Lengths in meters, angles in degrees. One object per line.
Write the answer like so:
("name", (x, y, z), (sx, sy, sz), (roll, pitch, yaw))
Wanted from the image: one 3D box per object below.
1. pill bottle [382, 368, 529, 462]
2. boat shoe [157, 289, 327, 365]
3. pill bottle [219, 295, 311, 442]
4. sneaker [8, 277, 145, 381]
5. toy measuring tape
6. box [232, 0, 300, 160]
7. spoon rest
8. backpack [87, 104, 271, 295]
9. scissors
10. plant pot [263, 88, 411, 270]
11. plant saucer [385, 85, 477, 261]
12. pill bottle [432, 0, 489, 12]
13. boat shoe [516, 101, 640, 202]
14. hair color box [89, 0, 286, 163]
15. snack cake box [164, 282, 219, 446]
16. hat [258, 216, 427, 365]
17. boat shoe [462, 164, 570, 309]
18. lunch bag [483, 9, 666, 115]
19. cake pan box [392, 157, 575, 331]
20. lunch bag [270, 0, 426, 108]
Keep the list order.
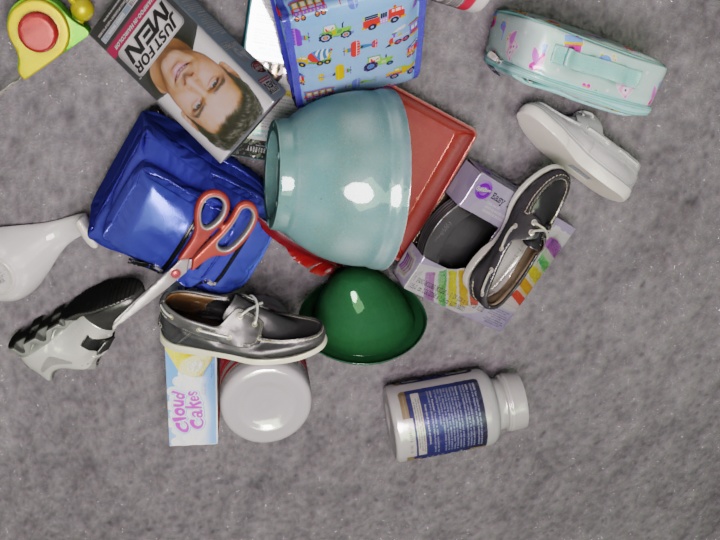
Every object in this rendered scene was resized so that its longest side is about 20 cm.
("pill bottle", (0.137, 0.205, 1.170), (0.197, 0.111, 0.113), (-9, 117, -5))
("boat shoe", (-0.135, 0.062, 0.931), (0.196, 0.072, 0.068), (6, 124, -2))
("pill bottle", (-0.125, 0.116, 1.031), (0.110, 0.201, 0.114), (-4, 117, -8))
("sneaker", (-0.350, 0.079, 1.050), (0.198, 0.074, 0.089), (-26, 117, 14))
("toy measuring tape", (-0.382, -0.247, 0.889), (0.198, 0.074, 0.074), (-32, 116, 6))
("box", (-0.104, -0.233, 0.955), (0.081, 0.049, 0.203), (7, 114, -13))
("spoon rest", (-0.409, -0.022, 1.005), (0.197, 0.061, 0.100), (-20, 116, 15))
("backpack", (-0.204, -0.059, 0.957), (0.198, 0.169, 0.163), (28, 113, -28))
("scissors", (-0.189, -0.002, 0.882), (0.073, 0.014, 0.201), (31, 99, -36))
("plant pot", (-0.036, -0.104, 0.893), (0.132, 0.201, 0.203), (2, 115, -15))
("plant saucer", (0.018, -0.136, 1.027), (0.198, 0.037, 0.201), (23, 109, -21))
("pill bottle", (0.056, -0.366, 0.887), (0.197, 0.111, 0.112), (12, 113, -15))
("boat shoe", (0.290, -0.168, 1.050), (0.199, 0.072, 0.069), (33, 85, -15))
("hair color box", (-0.190, -0.230, 0.900), (0.200, 0.061, 0.099), (44, 112, -9))
("snack cake box", (-0.219, 0.114, 1.062), (0.066, 0.115, 0.203), (-1, 115, -9))
("hat", (0.000, 0.000, 0.990), (0.199, 0.164, 0.178), (-35, 142, -40))
("boat shoe", (0.206, -0.040, 1.023), (0.073, 0.060, 0.201), (29, 106, -33))
("lunch bag", (0.247, -0.244, 0.950), (0.197, 0.161, 0.078), (11, 113, -16))
("cake pan box", (0.164, -0.030, 1.081), (0.198, 0.052, 0.185), (25, 106, -32))
("lunch bag", (-0.010, -0.246, 0.869), (0.148, 0.095, 0.201), (-17, 152, -5))
